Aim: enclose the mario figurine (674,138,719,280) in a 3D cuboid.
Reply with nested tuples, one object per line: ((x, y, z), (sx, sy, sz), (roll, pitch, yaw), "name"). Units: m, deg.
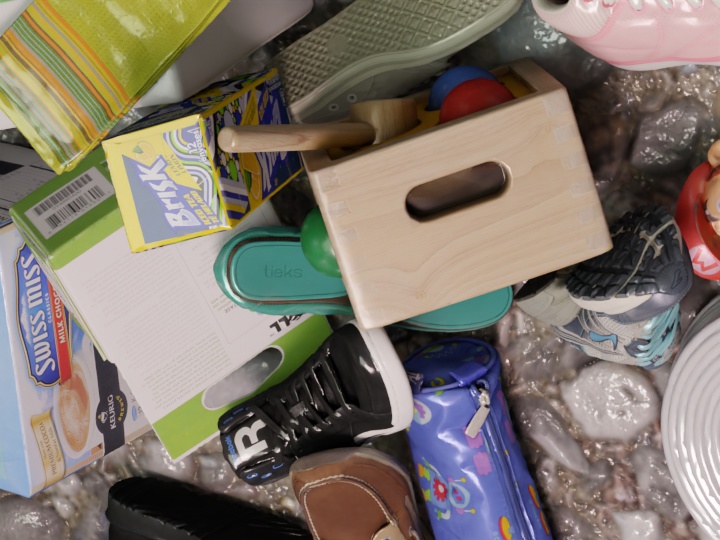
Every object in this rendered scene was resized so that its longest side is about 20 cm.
((0.263, -0.060, 1.497), (0.200, 0.106, 0.124), (-42, 54, 27), "mario figurine")

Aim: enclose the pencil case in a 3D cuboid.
((0.079, 0.143, 1.698), (0.087, 0.078, 0.201), (14, 124, 61), "pencil case")

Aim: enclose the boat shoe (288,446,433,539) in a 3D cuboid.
((0.009, 0.180, 1.698), (0.075, 0.072, 0.200), (-18, 146, 13), "boat shoe")

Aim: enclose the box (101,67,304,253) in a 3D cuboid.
((-0.090, -0.068, 1.527), (0.064, 0.200, 0.070), (-13, 100, 14), "box")

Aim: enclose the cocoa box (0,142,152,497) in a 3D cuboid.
((-0.241, 0.032, 1.776), (0.133, 0.131, 0.201), (12, 117, 36), "cocoa box")

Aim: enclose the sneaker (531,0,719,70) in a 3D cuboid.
((0.180, -0.165, 1.469), (0.200, 0.104, 0.076), (-8, 65, 49), "sneaker")

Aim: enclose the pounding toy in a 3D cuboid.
((0.028, -0.059, 1.530), (0.199, 0.184, 0.143), (-18, 102, -1), "pounding toy")

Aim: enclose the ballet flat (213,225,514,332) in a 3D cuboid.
((0.000, 0.000, 1.672), (0.199, 0.070, 0.068), (5, 96, -16), "ballet flat")

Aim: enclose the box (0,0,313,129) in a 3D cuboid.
((-0.171, -0.200, 1.610), (0.198, 0.200, 0.172), (-7, 110, 28), "box")

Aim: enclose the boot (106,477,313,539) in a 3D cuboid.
((-0.111, 0.249, 1.841), (0.198, 0.073, 0.163), (17, 115, 28), "boot")

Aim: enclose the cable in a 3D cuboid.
((0.278, 0.100, 1.583), (0.199, 0.069, 0.201), (29, 122, 14), "cable")

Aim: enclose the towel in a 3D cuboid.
((-0.143, -0.147, 1.493), (0.086, 0.018, 0.200), (46, 120, -2), "towel")

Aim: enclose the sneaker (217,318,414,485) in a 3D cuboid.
((-0.035, 0.095, 1.662), (0.073, 0.112, 0.200), (63, 166, 12), "sneaker")

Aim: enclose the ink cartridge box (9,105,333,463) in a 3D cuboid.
((-0.120, 0.007, 1.708), (0.076, 0.148, 0.200), (43, 164, 51), "ink cartridge box")

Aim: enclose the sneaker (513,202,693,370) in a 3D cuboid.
((0.169, 0.016, 1.565), (0.086, 0.078, 0.200), (43, 169, -8), "sneaker")

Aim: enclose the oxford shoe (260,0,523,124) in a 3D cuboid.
((0.024, -0.140, 1.625), (0.200, 0.075, 0.058), (-28, 138, 26), "oxford shoe")
